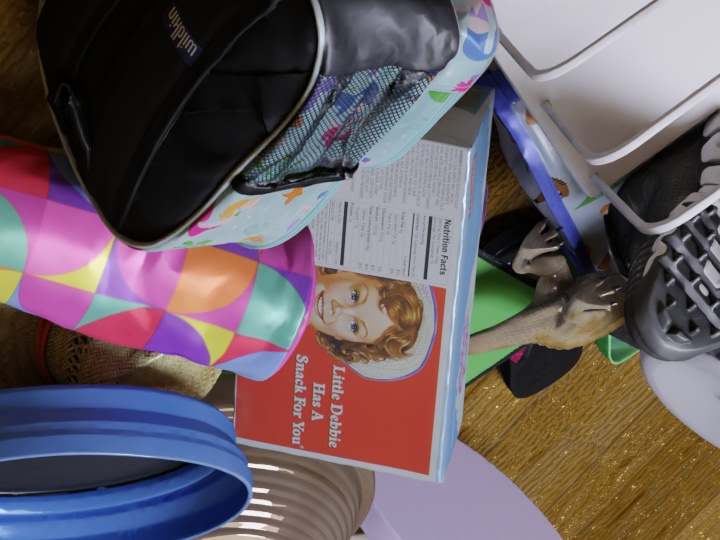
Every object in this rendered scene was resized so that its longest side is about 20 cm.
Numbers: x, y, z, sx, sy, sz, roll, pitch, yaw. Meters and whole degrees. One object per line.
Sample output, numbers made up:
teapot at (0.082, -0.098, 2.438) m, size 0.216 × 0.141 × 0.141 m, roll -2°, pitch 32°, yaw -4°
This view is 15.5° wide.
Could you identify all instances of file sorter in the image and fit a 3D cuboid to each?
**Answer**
file sorter at (0.123, -0.136, 1.220) m, size 0.139 × 0.125 × 0.200 m, roll -35°, pitch 111°, yaw 2°

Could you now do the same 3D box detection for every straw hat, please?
straw hat at (-0.111, 0.028, 1.307) m, size 0.201 × 0.085 × 0.202 m, roll -32°, pitch 142°, yaw -29°

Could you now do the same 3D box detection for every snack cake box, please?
snack cake box at (0.000, 0.000, 1.327) m, size 0.115 × 0.067 × 0.201 m, roll 10°, pitch 122°, yaw 8°

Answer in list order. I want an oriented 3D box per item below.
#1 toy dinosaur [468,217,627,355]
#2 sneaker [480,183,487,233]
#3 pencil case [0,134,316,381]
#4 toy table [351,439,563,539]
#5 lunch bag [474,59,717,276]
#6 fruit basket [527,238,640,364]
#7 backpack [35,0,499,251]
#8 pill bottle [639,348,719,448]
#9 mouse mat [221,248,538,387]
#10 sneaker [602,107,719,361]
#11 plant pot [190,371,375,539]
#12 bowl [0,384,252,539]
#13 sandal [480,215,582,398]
toy dinosaur at (0.109, 0.019, 1.380) m, size 0.199 × 0.058 × 0.101 m, roll -18°, pitch 154°, yaw -6°
sneaker at (0.002, -0.002, 1.455) m, size 0.099 × 0.075 × 0.200 m, roll 4°, pitch 140°, yaw -14°
pencil case at (-0.121, -0.009, 1.216) m, size 0.199 × 0.089 × 0.089 m, roll 15°, pitch 129°, yaw -17°
toy table at (0.037, 0.189, 1.650) m, size 0.117 × 0.200 × 0.184 m, roll -43°, pitch -177°, yaw 33°
lunch bag at (0.149, -0.102, 1.389) m, size 0.170 × 0.124 × 0.200 m, roll -34°, pitch 156°, yaw 2°
fruit basket at (0.213, 0.014, 1.511) m, size 0.185 × 0.200 × 0.094 m, roll -27°, pitch 134°, yaw -37°
backpack at (-0.050, -0.106, 1.139) m, size 0.150 × 0.178 × 0.200 m, roll -1°, pitch 146°, yaw -42°
pill bottle at (0.239, -0.003, 1.368) m, size 0.200 × 0.106 × 0.106 m, roll -53°, pitch 154°, yaw -18°
mouse mat at (-0.004, 0.041, 1.441) m, size 0.200 × 0.008 × 0.161 m, roll -35°, pitch 135°, yaw 30°
sneaker at (0.154, -0.010, 1.278) m, size 0.090 × 0.066 × 0.200 m, roll -32°, pitch -163°, yaw 37°
plant pot at (-0.087, 0.152, 1.481) m, size 0.200 × 0.093 × 0.201 m, roll -7°, pitch 143°, yaw -5°
bowl at (-0.154, 0.102, 1.300) m, size 0.200 × 0.040 × 0.201 m, roll -6°, pitch 160°, yaw -2°
sandal at (0.111, 0.030, 1.606) m, size 0.075 × 0.045 × 0.200 m, roll -31°, pitch 149°, yaw -5°
